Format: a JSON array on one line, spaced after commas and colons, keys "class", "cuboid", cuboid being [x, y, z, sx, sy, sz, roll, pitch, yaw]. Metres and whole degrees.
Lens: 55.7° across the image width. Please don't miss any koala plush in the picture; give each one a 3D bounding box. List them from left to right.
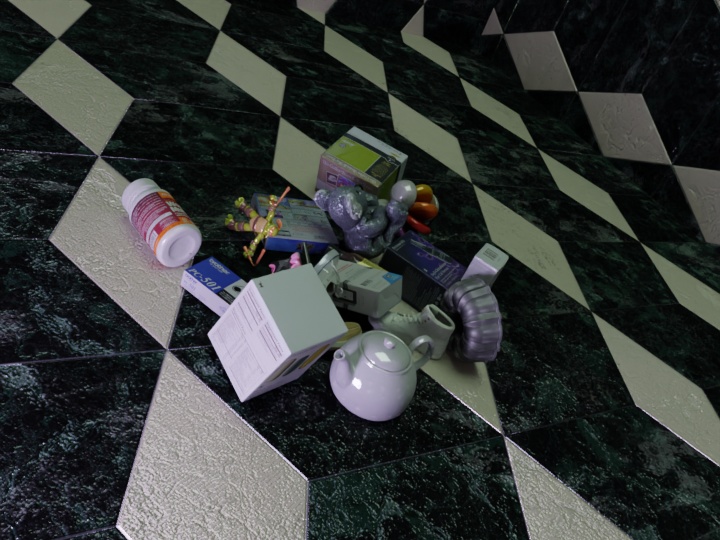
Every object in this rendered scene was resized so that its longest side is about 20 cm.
[{"class": "koala plush", "cuboid": [-0.013, -0.140, 1.725, 0.175, 0.187, 0.199, 21, -11, 45]}]

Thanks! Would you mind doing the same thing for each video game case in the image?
[{"class": "video game case", "cuboid": [-0.172, -0.119, 1.765, 0.196, 0.046, 0.183, 5, 39, -28]}]

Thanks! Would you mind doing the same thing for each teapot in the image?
[{"class": "teapot", "cuboid": [0.041, 0.193, 1.382, 0.194, 0.148, 0.201, 25, 32, 0]}]

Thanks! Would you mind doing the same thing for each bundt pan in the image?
[{"class": "bundt pan", "cuboid": [0.246, 0.120, 1.584, 0.074, 0.205, 0.204, -9, 43, -21]}]

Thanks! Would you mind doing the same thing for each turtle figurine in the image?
[{"class": "turtle figurine", "cuboid": [-0.243, -0.121, 1.637, 0.159, 0.204, 0.064, 25, 2, 34]}]

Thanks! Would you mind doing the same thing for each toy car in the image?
[{"class": "toy car", "cuboid": [0.129, -0.138, 1.876, 0.173, 0.199, 0.153, 17, 44, -49]}]

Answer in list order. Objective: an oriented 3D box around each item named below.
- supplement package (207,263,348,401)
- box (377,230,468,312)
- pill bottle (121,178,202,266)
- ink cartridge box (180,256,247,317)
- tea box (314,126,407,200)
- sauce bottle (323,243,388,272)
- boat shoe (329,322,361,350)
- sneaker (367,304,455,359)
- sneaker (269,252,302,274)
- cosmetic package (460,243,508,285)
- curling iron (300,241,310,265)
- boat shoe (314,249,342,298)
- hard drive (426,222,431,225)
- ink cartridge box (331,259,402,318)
[{"class": "supplement package", "cuboid": [-0.157, 0.116, 1.271, 0.150, 0.200, 0.153, -16, 69, -46]}, {"class": "box", "cuboid": [0.156, 0.009, 1.753, 0.198, 0.106, 0.148, 34, 34, 13]}, {"class": "pill bottle", "cuboid": [-0.445, -0.110, 1.511, 0.108, 0.111, 0.200, -13, 49, -44]}, {"class": "ink cartridge box", "cuboid": [-0.279, 0.055, 1.452, 0.198, 0.045, 0.094, 35, 32, 14]}, {"class": "tea box", "cuboid": [0.002, -0.284, 1.988, 0.197, 0.135, 0.197, 31, 46, 14]}, {"class": "sauce bottle", "cuboid": [0.000, 0.000, 1.701, 0.197, 0.067, 0.066, 29, 33, 10]}, {"class": "boat shoe", "cuboid": [-0.073, 0.127, 1.441, 0.071, 0.078, 0.197, 5, 12, 44]}, {"class": "sneaker", "cuboid": [0.122, 0.112, 1.578, 0.196, 0.117, 0.074, 25, 34, 2]}, {"class": "sneaker", "cuboid": [-0.173, 0.045, 1.530, 0.093, 0.080, 0.202, -7, 41, 1]}, {"class": "cosmetic package", "cuboid": [0.285, 0.043, 1.703, 0.073, 0.203, 0.101, 33, 34, 14]}, {"class": "curling iron", "cuboid": [-0.106, 0.025, 1.565, 0.049, 0.026, 0.204, -20, 65, 3]}, {"class": "boat shoe", "cuboid": [-0.077, 0.029, 1.491, 0.086, 0.075, 0.202, 43, 31, -4]}, {"class": "hard drive", "cuboid": [0.115, -0.201, 2.082, 0.200, 0.038, 0.138, 43, 36, 26]}, {"class": "ink cartridge box", "cuboid": [-0.013, 0.038, 1.599, 0.196, 0.070, 0.115, 15, 26, 29]}]
